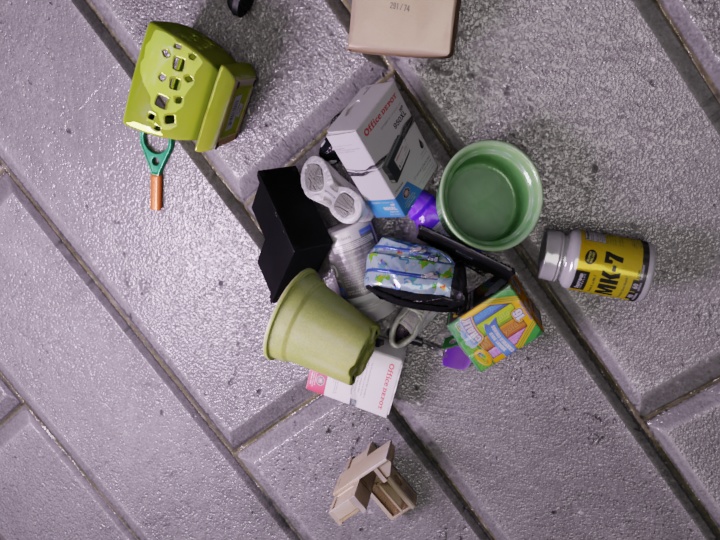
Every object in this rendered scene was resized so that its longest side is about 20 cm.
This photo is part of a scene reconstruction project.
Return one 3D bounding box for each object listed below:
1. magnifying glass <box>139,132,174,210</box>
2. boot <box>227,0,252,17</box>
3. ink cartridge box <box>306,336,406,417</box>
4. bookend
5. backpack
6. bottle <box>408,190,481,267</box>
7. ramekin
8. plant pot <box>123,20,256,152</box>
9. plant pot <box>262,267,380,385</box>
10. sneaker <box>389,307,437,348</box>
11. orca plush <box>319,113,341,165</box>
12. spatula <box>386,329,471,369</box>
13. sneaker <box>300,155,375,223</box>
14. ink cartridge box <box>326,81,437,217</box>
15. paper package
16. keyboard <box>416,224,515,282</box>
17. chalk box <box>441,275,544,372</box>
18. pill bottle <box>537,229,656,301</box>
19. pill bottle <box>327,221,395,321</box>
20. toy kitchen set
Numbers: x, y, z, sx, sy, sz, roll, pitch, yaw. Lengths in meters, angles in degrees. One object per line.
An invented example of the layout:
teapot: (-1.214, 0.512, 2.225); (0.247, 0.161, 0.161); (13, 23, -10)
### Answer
magnifying glass: (-0.457, -0.237, 1.337); (0.078, 0.022, 0.205); (10, 106, 9)
boot: (-0.267, -0.617, 1.152); (0.159, 0.073, 0.202); (23, 103, 3)
ink cartridge box: (-0.007, 0.217, 1.331); (0.195, 0.084, 0.148); (17, 109, 9)
bookend: (-0.163, -0.073, 1.261); (0.202, 0.090, 0.201); (62, 146, 23)
backpack: (0.104, 0.012, 1.150); (0.195, 0.163, 0.158); (-5, 84, 8)
bottle: (0.158, -0.093, 1.212); (0.200, 0.065, 0.083); (45, 110, -3)
ramekin: (0.237, -0.135, 1.132); (0.194, 0.098, 0.206); (0, 87, -4)
plant pot: (-0.325, -0.353, 1.182); (0.178, 0.200, 0.203); (25, 110, -2)
plant pot: (-0.066, 0.128, 1.188); (0.181, 0.200, 0.204); (27, 111, 14)
sneaker: (0.128, 0.087, 1.249); (0.074, 0.100, 0.202); (35, 102, 6)
orca plush: (-0.005, -0.271, 1.194); (0.195, 0.071, 0.108); (-15, 103, 16)
spatula: (0.150, 0.168, 1.312); (0.196, 0.021, 0.058); (18, 110, 12)
sneaker: (-0.045, -0.155, 1.206); (0.078, 0.099, 0.200); (-51, 60, 17)
ink cartridge box: (0.044, -0.223, 1.113); (0.083, 0.146, 0.201); (5, 141, 44)
paper package: (0.084, -0.495, 1.091); (0.195, 0.104, 0.196); (9, 108, 11)
keyboard: (0.198, -0.031, 1.131); (0.197, 0.127, 0.021); (27, 80, 9)
chalk box: (0.257, 0.111, 1.219); (0.199, 0.125, 0.125); (-36, 96, 21)
pill bottle: (0.448, -0.014, 1.143); (0.195, 0.114, 0.117); (10, 108, 10)
pill bottle: (0.000, 0.000, 1.250); (0.111, 0.114, 0.204); (-16, 102, 17)
toy kitchen set: (0.061, 0.500, 1.336); (0.162, 0.200, 0.181); (-40, 95, 21)
